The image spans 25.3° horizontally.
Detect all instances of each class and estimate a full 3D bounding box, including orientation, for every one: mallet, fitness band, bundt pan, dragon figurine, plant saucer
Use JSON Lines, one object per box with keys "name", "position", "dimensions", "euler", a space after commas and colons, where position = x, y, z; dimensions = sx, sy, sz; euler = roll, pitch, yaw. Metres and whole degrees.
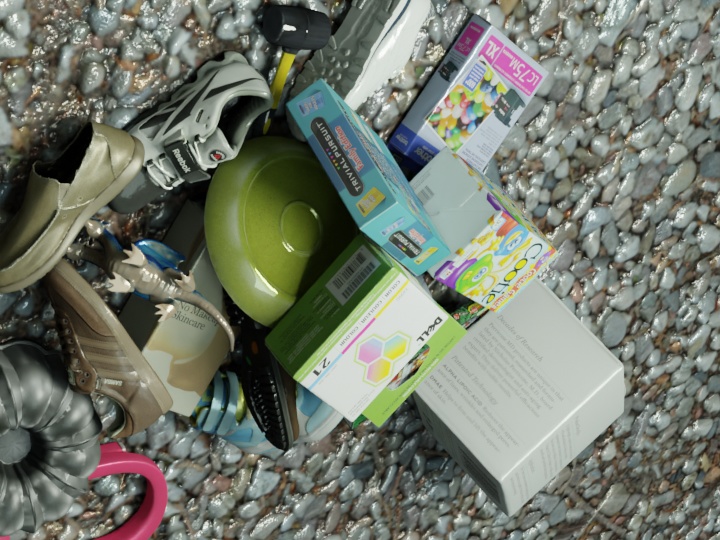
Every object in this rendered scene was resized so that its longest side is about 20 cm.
{"name": "mallet", "position": [-0.097, -0.175, 1.621], "dimensions": [0.065, 0.041, 0.202], "euler": [11, 113, -41]}
{"name": "fitness band", "position": [-0.303, 0.261, 1.737], "dimensions": [0.198, 0.037, 0.145], "euler": [-12, 126, -29]}
{"name": "bundt pan", "position": [-0.344, 0.176, 1.598], "dimensions": [0.200, 0.076, 0.205], "euler": [-10, 111, -28]}
{"name": "dragon figurine", "position": [-0.205, 0.005, 1.578], "dimensions": [0.198, 0.099, 0.059], "euler": [26, 97, -20]}
{"name": "plant saucer", "position": [-0.067, -0.040, 1.613], "dimensions": [0.198, 0.031, 0.203], "euler": [10, 74, -38]}

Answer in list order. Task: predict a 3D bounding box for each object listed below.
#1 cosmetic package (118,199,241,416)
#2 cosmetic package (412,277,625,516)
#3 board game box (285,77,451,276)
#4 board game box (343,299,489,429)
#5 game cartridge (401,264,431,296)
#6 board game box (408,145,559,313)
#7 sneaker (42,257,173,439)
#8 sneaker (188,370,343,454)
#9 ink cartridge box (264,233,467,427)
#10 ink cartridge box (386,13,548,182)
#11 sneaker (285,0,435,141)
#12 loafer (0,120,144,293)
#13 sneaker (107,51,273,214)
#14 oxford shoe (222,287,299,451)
{"name": "cosmetic package", "position": [-0.178, 0.040, 1.665], "dimensions": [0.105, 0.071, 0.201], "euler": [23, 102, -42]}
{"name": "cosmetic package", "position": [0.189, 0.150, 1.906], "dimensions": [0.200, 0.165, 0.165], "euler": [-41, 157, -9]}
{"name": "board game box", "position": [0.010, -0.088, 1.596], "dimensions": [0.047, 0.152, 0.200], "euler": [-34, 159, 8]}
{"name": "board game box", "position": [0.066, 0.106, 1.882], "dimensions": [0.199, 0.024, 0.105], "euler": [-34, 163, -19]}
{"name": "game cartridge", "position": [0.000, 0.000, 1.711], "dimensions": [0.201, 0.041, 0.133], "euler": [56, 50, -14]}
{"name": "board game box", "position": [0.123, -0.040, 1.763], "dimensions": [0.105, 0.103, 0.200], "euler": [-44, 155, 10]}
{"name": "sneaker", "position": [-0.261, 0.079, 1.562], "dimensions": [0.075, 0.070, 0.201], "euler": [-38, 112, -12]}
{"name": "sneaker", "position": [-0.108, 0.138, 1.720], "dimensions": [0.130, 0.080, 0.199], "euler": [24, 142, -36]}
{"name": "ink cartridge box", "position": [0.025, 0.081, 1.614], "dimensions": [0.148, 0.076, 0.200], "euler": [-47, 130, 3]}
{"name": "ink cartridge box", "position": [0.112, -0.167, 1.774], "dimensions": [0.119, 0.042, 0.201], "euler": [29, 99, -44]}
{"name": "sneaker", "position": [0.003, -0.209, 1.650], "dimensions": [0.201, 0.076, 0.080], "euler": [-51, 144, 5]}
{"name": "loafer", "position": [-0.293, -0.066, 1.519], "dimensions": [0.200, 0.076, 0.067], "euler": [-48, 125, -3]}
{"name": "sneaker", "position": [-0.167, -0.124, 1.563], "dimensions": [0.200, 0.088, 0.074], "euler": [-46, 135, -2]}
{"name": "oxford shoe", "position": [-0.079, 0.087, 1.646], "dimensions": [0.084, 0.072, 0.203], "euler": [-19, 112, -34]}
